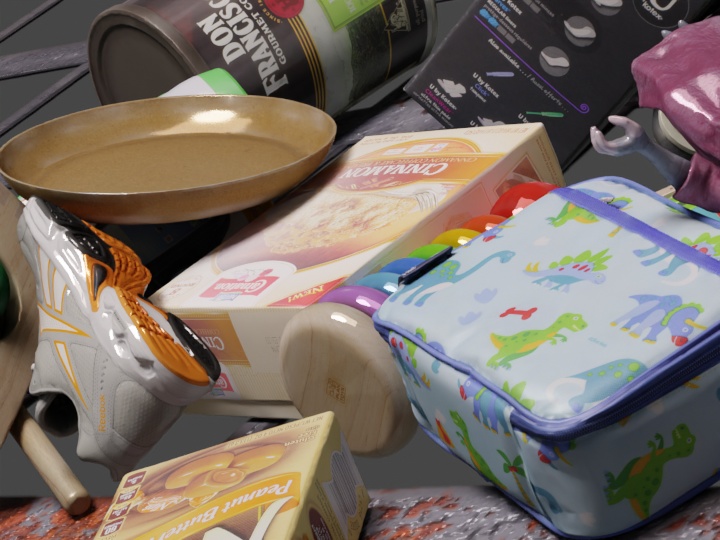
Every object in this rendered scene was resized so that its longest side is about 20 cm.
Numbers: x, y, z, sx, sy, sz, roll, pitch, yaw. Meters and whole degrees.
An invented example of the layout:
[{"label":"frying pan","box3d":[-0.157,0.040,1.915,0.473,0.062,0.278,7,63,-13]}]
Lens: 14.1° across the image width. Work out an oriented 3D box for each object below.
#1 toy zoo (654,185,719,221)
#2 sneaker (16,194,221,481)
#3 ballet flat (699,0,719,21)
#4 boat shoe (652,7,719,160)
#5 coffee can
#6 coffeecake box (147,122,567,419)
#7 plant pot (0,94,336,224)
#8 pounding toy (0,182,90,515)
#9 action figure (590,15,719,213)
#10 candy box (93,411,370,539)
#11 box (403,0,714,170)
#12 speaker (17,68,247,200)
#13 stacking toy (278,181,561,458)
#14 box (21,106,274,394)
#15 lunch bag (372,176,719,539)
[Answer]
[{"label":"toy zoo","box3d":[0.192,-0.012,1.490,0.130,0.021,0.200,-24,19,-1]},{"label":"sneaker","box3d":[-0.153,0.035,1.559,0.092,0.076,0.200,-53,36,10]},{"label":"ballet flat","box3d":[0.183,-0.158,1.818,0.199,0.066,0.057,-22,54,15]},{"label":"boat shoe","box3d":[0.221,-0.117,1.703,0.200,0.072,0.068,-53,-3,-43]},{"label":"coffee can","box3d":[-0.067,-0.158,2.004,0.200,0.147,0.146,-35,21,-30]},{"label":"coffeecake box","box3d":[0.000,0.000,1.609,0.153,0.073,0.200,-1,30,49]},{"label":"plant pot","box3d":[-0.111,-0.063,1.694,0.198,0.028,0.200,-5,19,2]},{"label":"pounding toy","box3d":[-0.237,0.058,1.641,0.199,0.142,0.185,-28,29,37]},{"label":"action figure","box3d":[0.193,-0.056,1.383,0.133,0.149,0.200,-29,23,10]},{"label":"candy box","box3d":[-0.070,0.145,1.327,0.115,0.056,0.200,-18,19,17]},{"label":"box","box3d":[0.135,-0.155,1.686,0.200,0.106,0.122,-50,-2,43]},{"label":"speaker","box3d":[-0.149,-0.042,1.849,0.200,0.089,0.088,-37,20,-8]},{"label":"stacking toy","box3d":[0.049,0.012,1.502,0.085,0.086,0.200,-4,26,46]},{"label":"box","box3d":[-0.147,-0.006,1.759,0.199,0.042,0.119,-26,59,-10]},{"label":"lunch bag","box3d":[0.111,0.032,1.348,0.160,0.083,0.200,-29,27,-15]}]
